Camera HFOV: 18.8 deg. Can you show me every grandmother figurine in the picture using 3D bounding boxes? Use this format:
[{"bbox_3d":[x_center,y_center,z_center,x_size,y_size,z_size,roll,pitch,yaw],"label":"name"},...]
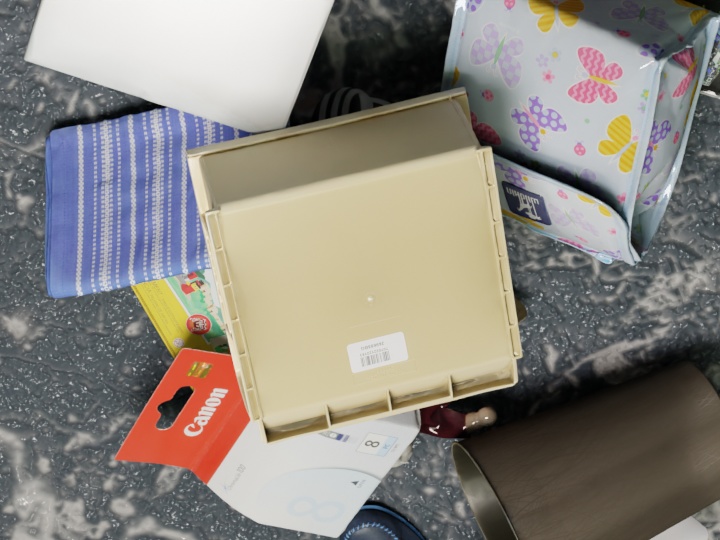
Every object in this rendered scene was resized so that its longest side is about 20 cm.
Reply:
[{"bbox_3d":[0.058,0.091,1.771,0.121,0.061,0.200,42,122,8],"label":"grandmother figurine"}]

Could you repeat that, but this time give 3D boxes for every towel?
[{"bbox_3d":[-0.146,-0.061,1.618,0.200,0.145,0.024,-12,153,18],"label":"towel"}]

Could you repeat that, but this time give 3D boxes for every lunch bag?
[{"bbox_3d":[0.146,-0.109,1.563,0.169,0.127,0.200,26,129,21],"label":"lunch bag"}]

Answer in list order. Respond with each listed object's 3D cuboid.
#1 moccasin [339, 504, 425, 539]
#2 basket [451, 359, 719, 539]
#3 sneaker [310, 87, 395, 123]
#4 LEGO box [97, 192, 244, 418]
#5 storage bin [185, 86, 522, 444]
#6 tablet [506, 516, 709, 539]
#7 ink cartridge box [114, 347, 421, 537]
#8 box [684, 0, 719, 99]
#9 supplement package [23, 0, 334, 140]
[{"bbox_3d":[0.045,0.290,1.891,0.080,0.068,0.200,-24,119,17],"label":"moccasin"},{"bbox_3d":[0.194,0.161,1.740,0.200,0.180,0.136,-24,107,-8],"label":"basket"},{"bbox_3d":[0.019,-0.034,1.637,0.115,0.076,0.200,1,97,-43],"label":"sneaker"},{"bbox_3d":[-0.092,0.000,1.701,0.149,0.077,0.200,-19,120,14],"label":"LEGO box"},{"bbox_3d":[0.000,0.000,1.517,0.200,0.094,0.199,-13,119,-5],"label":"storage bin"},{"bbox_3d":[0.174,0.247,1.778,0.200,0.130,0.014,-43,145,-13],"label":"tablet"},{"bbox_3d":[-0.075,0.138,1.726,0.200,0.047,0.160,12,137,-23],"label":"ink cartridge box"},{"bbox_3d":[0.303,-0.208,1.546,0.193,0.048,0.200,17,124,10],"label":"box"},{"bbox_3d":[-0.108,-0.232,1.507,0.191,0.147,0.200,17,122,-9],"label":"supplement package"}]
